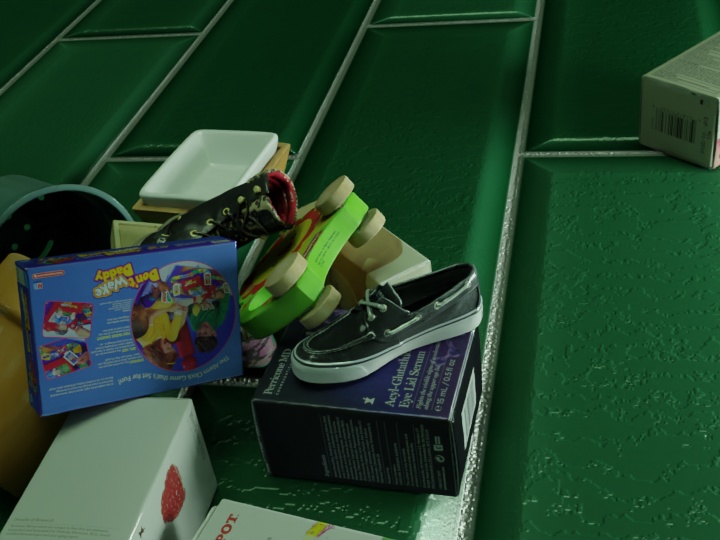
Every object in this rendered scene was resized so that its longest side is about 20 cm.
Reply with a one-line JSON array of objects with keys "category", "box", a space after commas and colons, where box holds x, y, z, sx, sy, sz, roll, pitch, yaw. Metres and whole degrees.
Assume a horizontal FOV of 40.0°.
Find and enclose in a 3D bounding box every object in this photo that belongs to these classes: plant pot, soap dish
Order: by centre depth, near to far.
[{"category": "plant pot", "box": [-0.334, 0.117, 1.000, 0.199, 0.201, 0.184, 21, 65, 36]}, {"category": "plant pot", "box": [-0.401, -0.026, 1.223, 0.199, 0.202, 0.195, -30, 32, -28]}, {"category": "soap dish", "box": [-0.202, -0.118, 1.386, 0.156, 0.082, 0.201, 5, 37, 19]}]

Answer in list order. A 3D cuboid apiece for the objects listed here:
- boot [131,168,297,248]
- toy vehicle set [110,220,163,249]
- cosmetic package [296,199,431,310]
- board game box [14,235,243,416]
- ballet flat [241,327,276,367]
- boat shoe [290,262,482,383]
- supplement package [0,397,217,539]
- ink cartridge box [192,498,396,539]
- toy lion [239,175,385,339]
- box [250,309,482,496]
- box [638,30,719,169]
[{"category": "boot", "box": [-0.151, -0.036, 1.038, 0.150, 0.074, 0.200, -24, 15, 17]}, {"category": "toy vehicle set", "box": [-0.212, 0.008, 1.110, 0.123, 0.027, 0.200, 5, 30, -20]}, {"category": "cosmetic package", "box": [0.000, 0.000, 1.158, 0.071, 0.106, 0.200, -24, 36, -24]}, {"category": "board game box", "box": [-0.211, 0.048, 0.927, 0.198, 0.136, 0.045, -8, 13, -31]}, {"category": "ballet flat", "box": [-0.194, 0.077, 1.120, 0.198, 0.072, 0.069, -4, 36, 8]}, {"category": "boat shoe", "box": [0.024, 0.044, 0.938, 0.198, 0.068, 0.072, -17, 36, -12]}, {"category": "supplement package", "box": [-0.219, 0.223, 0.878, 0.119, 0.122, 0.201, -1, 37, 13]}, {"category": "ink cartridge box", "box": [-0.052, 0.281, 0.791, 0.198, 0.085, 0.145, 7, 38, 21]}, {"category": "toy lion", "box": [-0.073, -0.002, 1.047, 0.191, 0.069, 0.201, -32, 21, 43]}, {"category": "box", "box": [0.011, 0.125, 0.979, 0.198, 0.105, 0.148, 3, 37, 15]}, {"category": "box", "box": [0.501, -0.244, 1.382, 0.199, 0.110, 0.128, -30, 40, -28]}]
